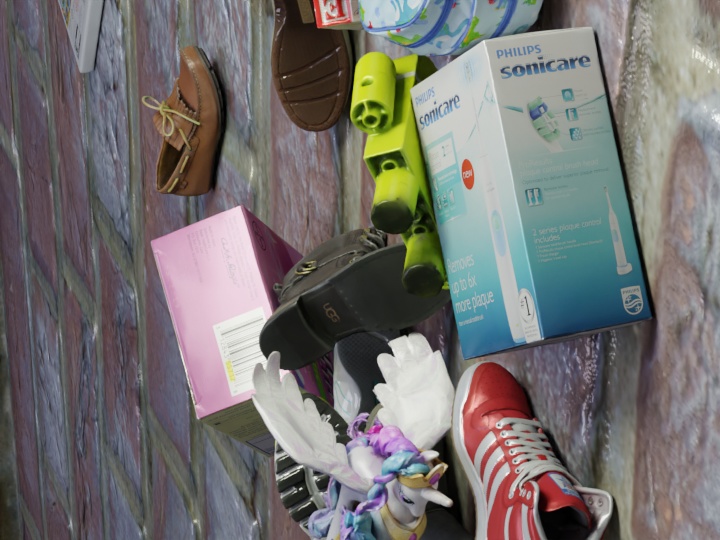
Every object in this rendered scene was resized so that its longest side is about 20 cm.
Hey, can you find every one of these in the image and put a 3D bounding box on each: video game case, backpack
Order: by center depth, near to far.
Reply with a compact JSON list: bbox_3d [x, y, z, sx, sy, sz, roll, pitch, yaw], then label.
[{"bbox_3d":[0.058,-0.248,1.351,0.163,0.153,0.202,8,121,54],"label":"backpack"},{"bbox_3d":[-0.378,-0.395,2.635,0.200,0.023,0.183,110,144,-56],"label":"video game case"}]

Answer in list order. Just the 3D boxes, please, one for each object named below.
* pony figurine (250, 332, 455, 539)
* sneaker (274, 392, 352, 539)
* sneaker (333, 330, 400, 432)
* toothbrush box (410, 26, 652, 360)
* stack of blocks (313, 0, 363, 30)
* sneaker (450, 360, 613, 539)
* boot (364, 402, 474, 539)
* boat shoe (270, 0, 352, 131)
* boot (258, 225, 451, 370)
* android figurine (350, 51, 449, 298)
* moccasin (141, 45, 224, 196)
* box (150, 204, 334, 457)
[{"bbox_3d":[0.011,0.159,1.540,0.194,0.165,0.201,58,151,36],"label":"pony figurine"},{"bbox_3d":[-0.026,0.195,1.711,0.090,0.078,0.202,-108,1,-73],"label":"sneaker"},{"bbox_3d":[0.009,0.111,1.760,0.080,0.070,0.202,-107,16,-69],"label":"sneaker"},{"bbox_3d":[0.113,-0.050,1.349,0.146,0.085,0.202,160,101,-70],"label":"toothbrush box"},{"bbox_3d":[-0.009,-0.242,1.475,0.200,0.058,0.116,-18,-80,-73],"label":"stack of blocks"},{"bbox_3d":[0.124,0.143,1.435,0.113,0.071,0.202,-46,44,52],"label":"sneaker"},{"bbox_3d":[0.073,0.217,1.608,0.200,0.072,0.183,-125,18,-63],"label":"boot"},{"bbox_3d":[-0.042,-0.226,1.741,0.075,0.074,0.204,-71,-20,-58],"label":"boat shoe"},{"bbox_3d":[0.000,0.000,1.661,0.070,0.199,0.174,62,-163,-16],"label":"boot"},{"bbox_3d":[0.042,-0.078,1.456,0.201,0.041,0.183,-83,-28,-48],"label":"android figurine"},{"bbox_3d":[-0.195,-0.161,2.157,0.202,0.077,0.074,107,147,-52],"label":"moccasin"},{"bbox_3d":[-0.096,0.061,1.834,0.200,0.096,0.177,44,-153,-68],"label":"box"}]
